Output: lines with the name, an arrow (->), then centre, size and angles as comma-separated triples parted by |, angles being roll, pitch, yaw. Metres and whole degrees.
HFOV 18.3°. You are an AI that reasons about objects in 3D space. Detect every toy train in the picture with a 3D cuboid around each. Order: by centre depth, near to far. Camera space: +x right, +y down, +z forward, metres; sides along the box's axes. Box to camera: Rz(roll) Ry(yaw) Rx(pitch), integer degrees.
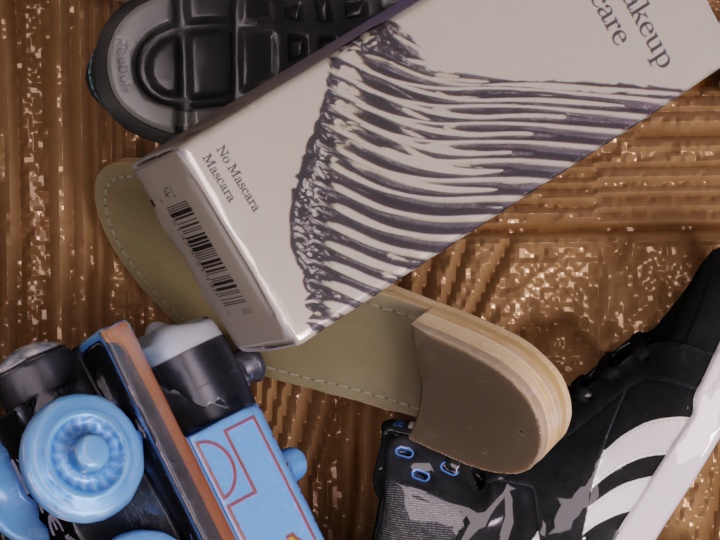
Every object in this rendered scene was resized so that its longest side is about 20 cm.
toy train -> -0.060, 0.108, 0.830 | 0.114, 0.087, 0.201 | -25, 87, -29

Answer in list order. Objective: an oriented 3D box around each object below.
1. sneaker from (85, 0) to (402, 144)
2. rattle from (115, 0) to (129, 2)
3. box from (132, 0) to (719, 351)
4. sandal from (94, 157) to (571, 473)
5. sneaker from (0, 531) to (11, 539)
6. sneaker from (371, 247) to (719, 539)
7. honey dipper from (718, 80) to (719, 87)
sneaker -> -0.008, -0.077, 0.853 | 0.199, 0.079, 0.076 | 2, 85, -19
rattle -> -0.126, -0.191, 0.850 | 0.199, 0.130, 0.143 | 18, 82, 26
box -> 0.027, -0.056, 0.787 | 0.200, 0.068, 0.082 | -34, 98, -19
sandal -> 0.000, 0.005, 0.857 | 0.211, 0.070, 0.078 | 27, 134, 26
sneaker -> -0.176, 0.099, 0.869 | 0.088, 0.077, 0.201 | -18, 85, 12
sneaker -> 0.069, 0.063, 0.853 | 0.112, 0.073, 0.201 | 28, 93, 1
honey dipper -> 0.200, -0.150, 0.859 | 0.038, 0.038, 0.201 | 28, 91, 0
